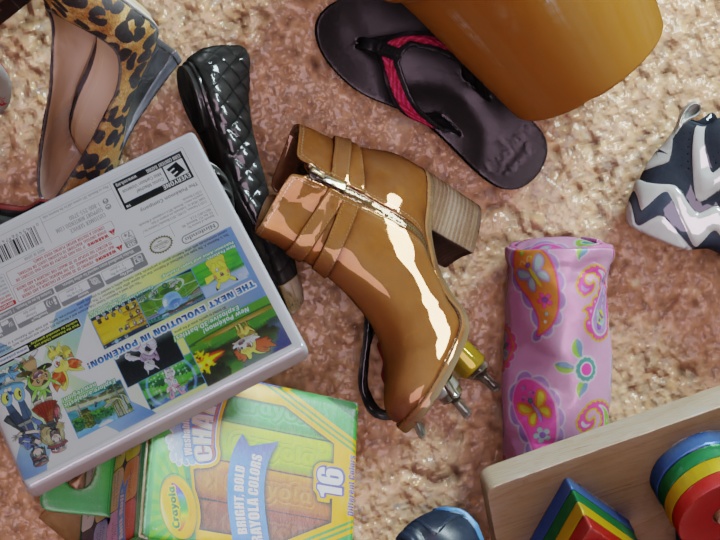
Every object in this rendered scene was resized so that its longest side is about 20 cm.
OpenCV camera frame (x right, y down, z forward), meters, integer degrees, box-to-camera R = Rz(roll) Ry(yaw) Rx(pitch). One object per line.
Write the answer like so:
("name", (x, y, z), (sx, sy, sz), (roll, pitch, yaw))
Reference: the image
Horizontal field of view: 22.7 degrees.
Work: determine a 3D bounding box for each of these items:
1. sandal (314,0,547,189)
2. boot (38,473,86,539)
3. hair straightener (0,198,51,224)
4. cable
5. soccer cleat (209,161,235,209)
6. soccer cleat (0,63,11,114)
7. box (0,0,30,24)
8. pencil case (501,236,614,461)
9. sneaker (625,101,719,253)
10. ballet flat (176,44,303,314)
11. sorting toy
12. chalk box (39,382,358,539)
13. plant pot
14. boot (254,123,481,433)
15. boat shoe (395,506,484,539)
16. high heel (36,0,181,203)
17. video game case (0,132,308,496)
("sandal", (0.056, -0.135, 1.305), (0.199, 0.045, 0.075), (37, 89, -7))
("boot", (-0.156, 0.238, 1.293), (0.200, 0.066, 0.175), (46, 75, -7))
("hair straightener", (-0.251, -0.029, 1.242), (0.198, 0.077, 0.041), (13, 119, 9))
("cable", (0.016, 0.029, 1.318), (0.097, 0.050, 0.201), (-31, 85, -6))
("soccer cleat", (-0.122, 0.012, 1.290), (0.068, 0.073, 0.202), (-13, 112, -26))
("soccer cleat", (-0.337, -0.156, 1.240), (0.199, 0.085, 0.069), (24, 90, -7))
("box", (-0.229, -0.292, 1.206), (0.200, 0.164, 0.166), (-38, 95, -4))
("pencil case", (0.145, 0.076, 1.307), (0.087, 0.087, 0.202), (-1, 93, -6))
("sneaker", (0.306, -0.060, 1.318), (0.198, 0.079, 0.131), (21, 99, 3))
("ballet flat", (-0.075, -0.065, 1.285), (0.056, 0.066, 0.202), (-21, 98, -22))
("sorting toy", (0.198, 0.195, 1.268), (0.198, 0.070, 0.200), (-18, 134, -5))
("chalk box", (-0.116, 0.144, 1.216), (0.199, 0.124, 0.125), (13, 65, -25))
("plant pot", (0.113, -0.214, 1.247), (0.200, 0.200, 0.184), (-37, 112, -3))
("boot", (0.000, 0.000, 1.237), (0.154, 0.077, 0.201), (24, 62, -20))
("boat shoe", (0.066, 0.277, 1.309), (0.068, 0.084, 0.202), (-13, 81, -37))
("high heel", (-0.198, -0.124, 1.208), (0.071, 0.200, 0.143), (34, 85, 22))
("video game case", (-0.161, 0.025, 1.177), (0.199, 0.022, 0.183), (-26, 66, -7))
